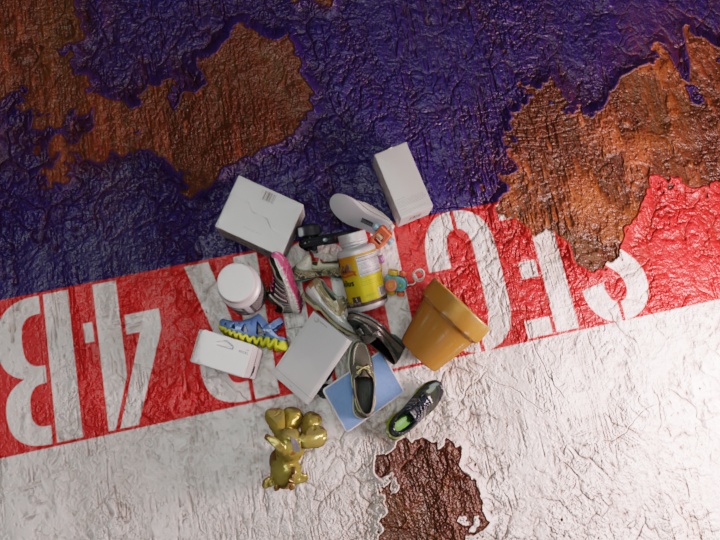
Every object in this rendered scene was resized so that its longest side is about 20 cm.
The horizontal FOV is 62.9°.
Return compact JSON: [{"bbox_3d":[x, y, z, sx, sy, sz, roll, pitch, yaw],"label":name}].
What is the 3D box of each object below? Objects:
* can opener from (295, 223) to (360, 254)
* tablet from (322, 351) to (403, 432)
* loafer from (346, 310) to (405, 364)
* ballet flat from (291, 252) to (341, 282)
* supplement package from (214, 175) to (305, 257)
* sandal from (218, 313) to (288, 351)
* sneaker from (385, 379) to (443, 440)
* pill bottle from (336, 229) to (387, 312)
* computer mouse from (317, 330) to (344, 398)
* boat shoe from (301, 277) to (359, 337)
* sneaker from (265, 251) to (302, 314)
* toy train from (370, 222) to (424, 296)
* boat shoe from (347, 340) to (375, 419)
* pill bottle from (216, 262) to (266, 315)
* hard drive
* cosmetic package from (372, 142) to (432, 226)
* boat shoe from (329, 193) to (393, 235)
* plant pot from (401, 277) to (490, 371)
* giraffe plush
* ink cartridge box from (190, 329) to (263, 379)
[{"bbox_3d":[-0.082,-0.091,1.622,0.195,0.063,0.081,-6,103,-23],"label":"can opener"},{"bbox_3d":[0.009,0.322,1.576,0.197,0.014,0.132,-30,84,-20],"label":"tablet"},{"bbox_3d":[0.040,0.179,1.560,0.198,0.071,0.064,35,60,-25],"label":"loafer"},{"bbox_3d":[-0.114,-0.013,1.623,0.194,0.068,0.077,-3,119,-5],"label":"ballet flat"},{"bbox_3d":[-0.271,-0.137,1.621,0.196,0.111,0.159,24,79,1],"label":"supplement package"},{"bbox_3d":[-0.283,0.157,1.585,0.195,0.080,0.089,14,74,-9],"label":"sandal"},{"bbox_3d":[0.149,0.371,1.559,0.074,0.081,0.200,44,80,5],"label":"sneaker"},{"bbox_3d":[0.000,0.000,1.563,0.107,0.109,0.205,-15,94,-6],"label":"pill bottle"},{"bbox_3d":[-0.097,0.237,1.587,0.135,0.053,0.205,17,79,1],"label":"computer mouse"},{"bbox_3d":[-0.065,0.100,1.593,0.198,0.075,0.069,37,100,-2],"label":"boat shoe"},{"bbox_3d":[-0.219,0.041,1.569,0.085,0.203,0.075,-10,38,7],"label":"sneaker"},{"bbox_3d":[0.077,-0.022,1.614,0.150,0.056,0.201,-43,85,23],"label":"toy train"},{"bbox_3d":[0.007,0.283,1.546,0.070,0.060,0.207,1,75,-15],"label":"boat shoe"},{"bbox_3d":[-0.310,0.047,1.537,0.111,0.200,0.117,1,78,-3],"label":"pill bottle"},{"bbox_3d":[-0.129,0.229,1.555,0.131,0.027,0.202,35,91,16],"label":"hard drive"},{"bbox_3d":[0.118,-0.245,1.677,0.105,0.085,0.204,-20,80,-7],"label":"cosmetic package"},{"bbox_3d":[0.006,-0.161,1.663,0.196,0.066,0.073,24,114,0],"label":"boat shoe"},{"bbox_3d":[0.211,0.155,1.560,0.200,0.200,0.184,42,95,5],"label":"plant pot"},{"bbox_3d":[-0.180,0.468,1.497,0.168,0.201,0.166,13,107,-4],"label":"giraffe plush"},{"bbox_3d":[-0.336,0.218,1.502,0.141,0.200,0.086,16,78,1],"label":"ink cartridge box"}]
